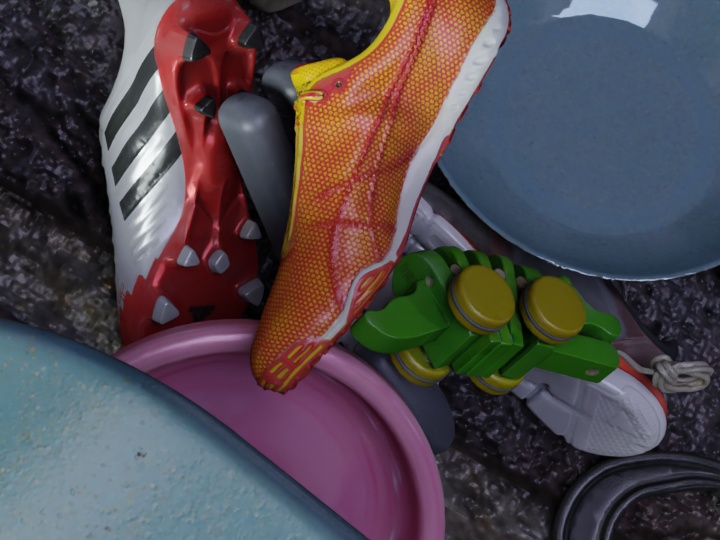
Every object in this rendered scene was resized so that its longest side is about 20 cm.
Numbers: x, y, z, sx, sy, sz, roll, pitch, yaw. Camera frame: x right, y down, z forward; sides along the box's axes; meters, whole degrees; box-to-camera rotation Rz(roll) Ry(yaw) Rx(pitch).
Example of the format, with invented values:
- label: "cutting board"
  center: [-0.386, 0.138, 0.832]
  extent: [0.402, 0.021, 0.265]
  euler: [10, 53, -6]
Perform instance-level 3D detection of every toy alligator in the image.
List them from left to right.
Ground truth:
- label: "toy alligator"
  center: [0.077, 0.021, 0.856]
  extent: [0.199, 0.059, 0.055]
  euler: [8, 55, -32]

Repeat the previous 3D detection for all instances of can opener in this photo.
- label: "can opener"
  center: [0.000, 0.000, 0.864]
  extent: [0.053, 0.067, 0.201]
  euler: [-38, 127, -22]

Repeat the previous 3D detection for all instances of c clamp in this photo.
- label: "c clamp"
  center: [0.183, 0.185, 0.972]
  extent: [0.169, 0.027, 0.202]
  euler: [-14, 94, -11]

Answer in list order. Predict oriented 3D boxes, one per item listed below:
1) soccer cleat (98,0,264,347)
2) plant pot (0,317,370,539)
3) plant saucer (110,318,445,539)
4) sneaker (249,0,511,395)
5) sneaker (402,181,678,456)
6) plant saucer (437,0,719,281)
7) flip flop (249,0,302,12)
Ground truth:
- label: "soccer cleat"
  center: [-0.089, -0.039, 0.881]
  extent: [0.068, 0.085, 0.202]
  euler: [-11, 116, -36]
- label: "plant pot"
  center: [-0.118, 0.129, 0.721]
  extent: [0.200, 0.196, 0.196]
  euler: [44, 78, 5]
- label: "plant saucer"
  center: [-0.062, 0.114, 0.865]
  extent: [0.199, 0.051, 0.202]
  euler: [-3, 108, -9]
- label: "sneaker"
  center: [-0.007, -0.044, 0.803]
  extent: [0.077, 0.073, 0.201]
  euler: [25, 80, -6]
- label: "sneaker"
  center: [0.077, 0.008, 0.933]
  extent: [0.200, 0.077, 0.082]
  euler: [41, 52, -12]
- label: "plant saucer"
  center: [0.123, -0.079, 0.930]
  extent: [0.199, 0.039, 0.203]
  euler: [3, 64, -5]
- label: "flip flop"
  center: [0.040, -0.162, 0.905]
  extent: [0.199, 0.081, 0.058]
  euler: [-24, 74, -10]
